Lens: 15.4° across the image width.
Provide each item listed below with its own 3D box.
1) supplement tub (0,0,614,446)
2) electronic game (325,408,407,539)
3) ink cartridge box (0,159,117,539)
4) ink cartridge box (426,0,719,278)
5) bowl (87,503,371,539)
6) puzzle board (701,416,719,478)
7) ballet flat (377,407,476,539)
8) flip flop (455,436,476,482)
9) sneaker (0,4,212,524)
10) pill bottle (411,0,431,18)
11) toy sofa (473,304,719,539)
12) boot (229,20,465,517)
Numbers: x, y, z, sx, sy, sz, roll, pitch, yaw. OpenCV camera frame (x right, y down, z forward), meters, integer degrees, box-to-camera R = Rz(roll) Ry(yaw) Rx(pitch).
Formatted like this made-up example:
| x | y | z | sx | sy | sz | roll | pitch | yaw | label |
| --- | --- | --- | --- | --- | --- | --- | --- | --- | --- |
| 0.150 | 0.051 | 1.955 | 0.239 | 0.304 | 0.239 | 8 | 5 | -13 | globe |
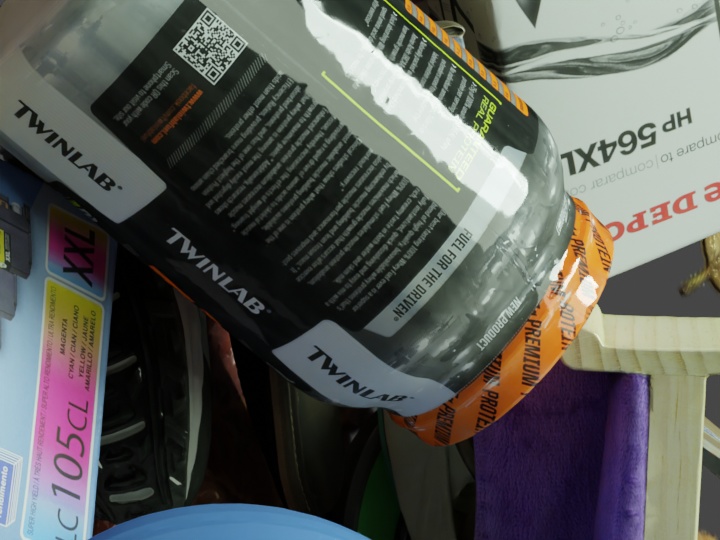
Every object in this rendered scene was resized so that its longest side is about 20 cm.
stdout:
| x | y | z | sx | sy | sz | roll | pitch | yaw | label |
| --- | --- | --- | --- | --- | --- | --- | --- | --- | --- |
| -0.020 | -0.040 | 0.871 | 0.200 | 0.122 | 0.123 | 40 | 44 | -15 | supplement tub |
| 0.051 | 0.144 | 1.088 | 0.200 | 0.042 | 0.200 | 26 | 56 | -45 | electronic game |
| -0.171 | 0.015 | 0.812 | 0.200 | 0.076 | 0.137 | 28 | 54 | -44 | ink cartridge box |
| 0.107 | -0.110 | 1.067 | 0.084 | 0.146 | 0.200 | -131 | -157 | -57 | ink cartridge box |
| -0.042 | 0.174 | 0.828 | 0.201 | 0.201 | 0.039 | 60 | -7 | -17 | bowl |
| 0.107 | 0.044 | 1.118 | 0.151 | 0.017 | 0.200 | 41 | 5 | 30 | puzzle board |
| 0.052 | 0.104 | 1.026 | 0.069 | 0.069 | 0.200 | 22 | 55 | -48 | ballet flat |
| 0.097 | 0.086 | 0.988 | 0.200 | 0.058 | 0.081 | 59 | 35 | -2 | flip flop |
| -0.079 | -0.007 | 0.951 | 0.079 | 0.074 | 0.200 | 12 | 66 | -57 | sneaker |
| 0.029 | -0.161 | 1.126 | 0.200 | 0.113 | 0.113 | 45 | 43 | -33 | pill bottle |
| 0.081 | 0.113 | 0.919 | 0.083 | 0.097 | 0.200 | -57 | 150 | -82 | toy sofa |
| 0.000 | 0.000 | 0.990 | 0.075 | 0.097 | 0.200 | -128 | -151 | -64 | boot |
